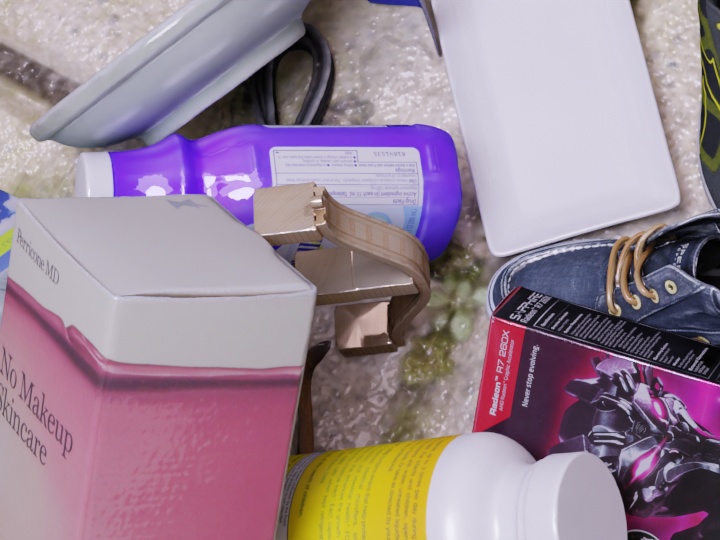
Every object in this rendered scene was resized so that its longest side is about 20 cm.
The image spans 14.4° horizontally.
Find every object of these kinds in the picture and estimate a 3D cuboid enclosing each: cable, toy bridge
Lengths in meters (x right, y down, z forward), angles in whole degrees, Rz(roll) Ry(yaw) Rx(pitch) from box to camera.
[{"bbox_3d":[-0.055,-0.043,1.554,0.097,0.050,0.201,22,80,22],"label":"cable"},{"bbox_3d":[0.000,0.000,1.448,0.067,0.200,0.027,-6,69,10],"label":"toy bridge"}]

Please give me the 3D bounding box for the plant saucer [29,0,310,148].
[{"bbox_3d":[-0.085,-0.116,1.524,0.200,0.200,0.050,-36,95,1],"label":"plant saucer"}]

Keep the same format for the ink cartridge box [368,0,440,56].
[{"bbox_3d":[-0.003,-0.219,1.570,0.037,0.095,0.201,-20,70,3],"label":"ink cartridge box"}]

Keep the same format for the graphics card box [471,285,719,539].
[{"bbox_3d":[0.152,0.097,1.429,0.199,0.051,0.126,17,114,17],"label":"graphics card box"}]

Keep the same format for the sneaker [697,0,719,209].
[{"bbox_3d":[0.204,-0.106,1.490,0.074,0.085,0.201,-10,71,12],"label":"sneaker"}]

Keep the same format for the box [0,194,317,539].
[{"bbox_3d":[-0.107,0.078,1.361,0.128,0.108,0.201,39,125,54],"label":"box"}]

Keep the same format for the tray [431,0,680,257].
[{"bbox_3d":[0.102,-0.110,1.550,0.107,0.022,0.201,-16,70,10],"label":"tray"}]

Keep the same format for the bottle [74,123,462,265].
[{"bbox_3d":[-0.049,-0.039,1.498,0.198,0.084,0.066,0,62,-15],"label":"bottle"}]

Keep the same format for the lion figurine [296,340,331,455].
[{"bbox_3d":[-0.094,0.119,1.504,0.199,0.072,0.123,-17,95,2],"label":"lion figurine"}]

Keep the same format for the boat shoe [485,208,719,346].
[{"bbox_3d":[0.152,0.003,1.458,0.199,0.091,0.071,2,65,21],"label":"boat shoe"}]

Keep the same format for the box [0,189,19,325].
[{"bbox_3d":[-0.185,0.023,1.511,0.199,0.048,0.122,22,49,40],"label":"box"}]

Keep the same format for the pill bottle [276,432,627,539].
[{"bbox_3d":[0.028,0.136,1.413,0.199,0.104,0.105,-10,70,32],"label":"pill bottle"}]
